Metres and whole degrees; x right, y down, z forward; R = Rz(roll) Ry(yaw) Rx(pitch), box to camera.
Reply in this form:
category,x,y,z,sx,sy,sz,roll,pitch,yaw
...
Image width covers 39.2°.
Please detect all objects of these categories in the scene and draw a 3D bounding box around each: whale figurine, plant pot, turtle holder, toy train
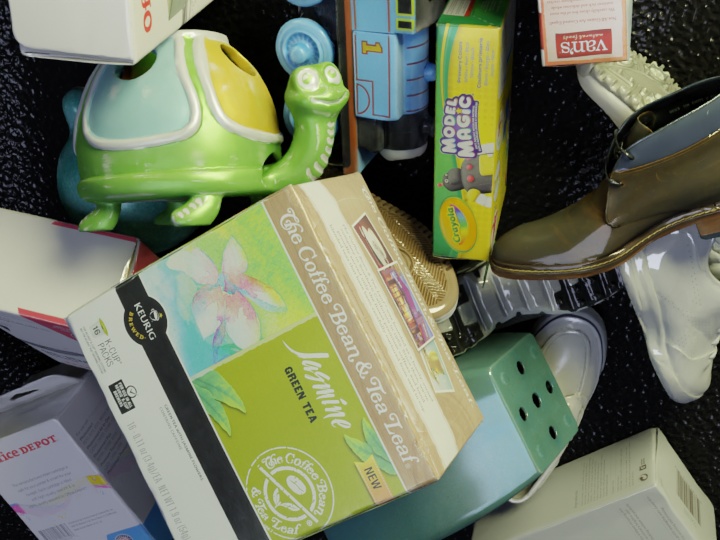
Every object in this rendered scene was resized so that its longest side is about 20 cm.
category,x,y,z,sx,sy,sz,roll,pitch,yaw
whale figurine,-0.174,-0.100,0.815,0.158,0.104,0.201,28,123,-2
plant pot,0.065,0.136,0.837,0.199,0.141,0.142,-26,91,34
turtle holder,-0.114,-0.097,0.701,0.185,0.140,0.133,0,95,44
toy train,0.003,-0.164,0.727,0.114,0.087,0.201,12,124,22

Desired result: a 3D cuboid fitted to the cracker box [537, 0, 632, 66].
category,x,y,z,sx,sy,sz,roll,pitch,yaw
cracker box,0.136,-0.243,0.620,0.057,0.134,0.201,-1,120,17

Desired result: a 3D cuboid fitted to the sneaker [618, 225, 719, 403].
category,x,y,z,sx,sy,sz,roll,pitch,yaw
sneaker,0.258,0.032,0.772,0.088,0.076,0.200,-17,136,18

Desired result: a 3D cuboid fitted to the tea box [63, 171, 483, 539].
category,x,y,z,sx,sy,sz,roll,pitch,yaw
tea box,-0.054,0.067,0.689,0.196,0.134,0.201,-28,89,21

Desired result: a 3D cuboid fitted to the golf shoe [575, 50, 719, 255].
category,x,y,z,sx,sy,sz,roll,pitch,yaw
golf shoe,0.219,-0.078,0.739,0.200,0.078,0.097,39,129,-8

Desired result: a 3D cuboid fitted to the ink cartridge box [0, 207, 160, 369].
category,x,y,z,sx,sy,sz,roll,pitch,yaw
ink cartridge box,-0.222,0.031,0.853,0.145,0.083,0.200,11,162,15

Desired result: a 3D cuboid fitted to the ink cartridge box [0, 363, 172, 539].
category,x,y,z,sx,sy,sz,roll,pitch,yaw
ink cartridge box,-0.273,0.179,1.003,0.128,0.125,0.201,-21,112,26

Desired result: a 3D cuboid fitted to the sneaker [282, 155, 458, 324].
category,x,y,z,sx,sy,sz,roll,pitch,yaw
sneaker,0.000,0.000,0.809,0.200,0.071,0.113,42,149,31

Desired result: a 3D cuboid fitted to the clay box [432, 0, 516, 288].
category,x,y,z,sx,sy,sz,roll,pitch,yaw
clay box,0.082,-0.099,0.737,0.047,0.115,0.201,7,122,11

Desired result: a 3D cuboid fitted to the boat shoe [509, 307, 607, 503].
category,x,y,z,sx,sy,sz,roll,pitch,yaw
boat shoe,0.160,0.120,0.880,0.072,0.066,0.201,21,125,3

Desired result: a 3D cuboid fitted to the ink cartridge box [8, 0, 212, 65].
category,x,y,z,sx,sy,sz,roll,pitch,yaw
ink cartridge box,-0.150,-0.239,0.663,0.083,0.200,0.146,8,123,11

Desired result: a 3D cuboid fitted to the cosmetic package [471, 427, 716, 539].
category,x,y,z,sx,sy,sz,roll,pitch,yaw
cosmetic package,0.212,0.241,0.934,0.199,0.081,0.113,-28,110,30

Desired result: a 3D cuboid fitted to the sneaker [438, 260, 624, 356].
category,x,y,z,sx,sy,sz,roll,pitch,yaw
sneaker,0.126,0.010,0.824,0.199,0.091,0.067,-22,98,-1

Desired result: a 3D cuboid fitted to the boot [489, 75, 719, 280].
category,x,y,z,sx,sy,sz,roll,pitch,yaw
boot,0.172,-0.061,0.678,0.199,0.075,0.097,-17,117,13
